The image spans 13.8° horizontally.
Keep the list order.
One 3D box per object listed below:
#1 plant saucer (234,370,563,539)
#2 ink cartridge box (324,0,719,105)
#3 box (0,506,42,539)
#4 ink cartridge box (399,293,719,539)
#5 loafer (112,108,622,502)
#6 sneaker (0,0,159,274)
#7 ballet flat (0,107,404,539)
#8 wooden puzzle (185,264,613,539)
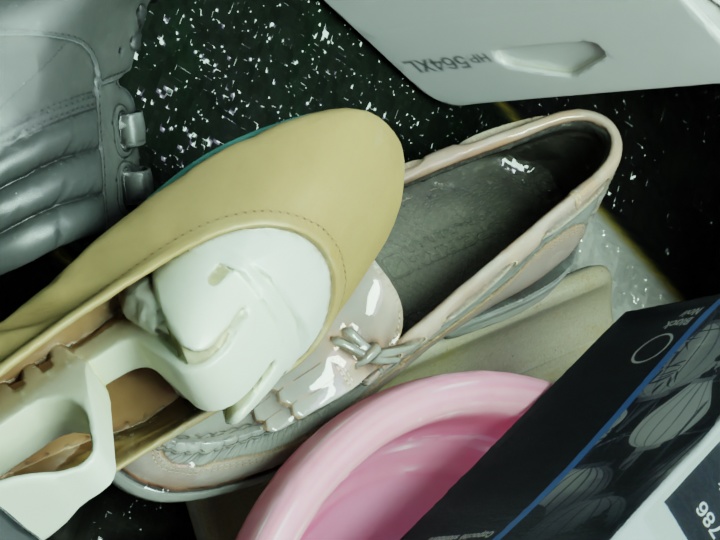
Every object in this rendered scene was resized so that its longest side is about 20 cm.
[{"bbox_3d":[0.028,0.131,0.859,0.200,0.051,0.201,7,78,-37],"label":"plant saucer"},{"bbox_3d":[0.082,-0.159,0.913,0.084,0.146,0.200,39,64,-34],"label":"ink cartridge box"},{"bbox_3d":[-0.159,0.075,0.656,0.141,0.200,0.079,40,62,-31],"label":"box"},{"bbox_3d":[0.057,0.073,0.794,0.200,0.099,0.039,-44,109,-35],"label":"ink cartridge box"},{"bbox_3d":[0.000,0.000,0.877,0.200,0.063,0.072,-29,76,-40],"label":"loafer"},{"bbox_3d":[-0.075,-0.070,0.827,0.200,0.071,0.099,-40,115,-28],"label":"sneaker"},{"bbox_3d":[-0.063,0.031,0.782,0.200,0.063,0.069,-34,127,-6],"label":"ballet flat"},{"bbox_3d":[0.046,0.116,0.933,0.185,0.046,0.201,-21,102,-40],"label":"wooden puzzle"}]
